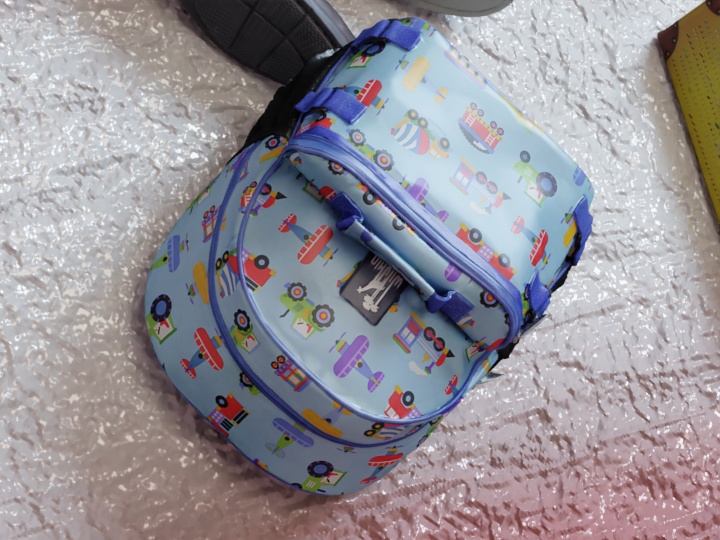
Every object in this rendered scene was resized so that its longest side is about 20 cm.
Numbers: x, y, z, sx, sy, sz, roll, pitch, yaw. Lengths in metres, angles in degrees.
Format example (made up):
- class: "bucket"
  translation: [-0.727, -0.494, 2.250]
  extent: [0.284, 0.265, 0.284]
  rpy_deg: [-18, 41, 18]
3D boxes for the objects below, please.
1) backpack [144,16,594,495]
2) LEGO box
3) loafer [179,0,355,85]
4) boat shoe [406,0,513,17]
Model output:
- class: "backpack"
  translation: [0.000, 0.000, 0.791]
  extent: [0.183, 0.134, 0.200]
  rpy_deg: [45, 55, -8]
- class: "LEGO box"
  translation: [0.302, -0.086, 1.067]
  extent: [0.148, 0.077, 0.202]
  rpy_deg: [-4, 72, -35]
- class: "loafer"
  translation: [-0.078, -0.174, 0.856]
  extent: [0.199, 0.072, 0.063]
  rpy_deg: [34, 50, -14]
- class: "boat shoe"
  translation: [0.007, -0.207, 0.924]
  extent: [0.199, 0.074, 0.061]
  rpy_deg: [11, 58, -26]
